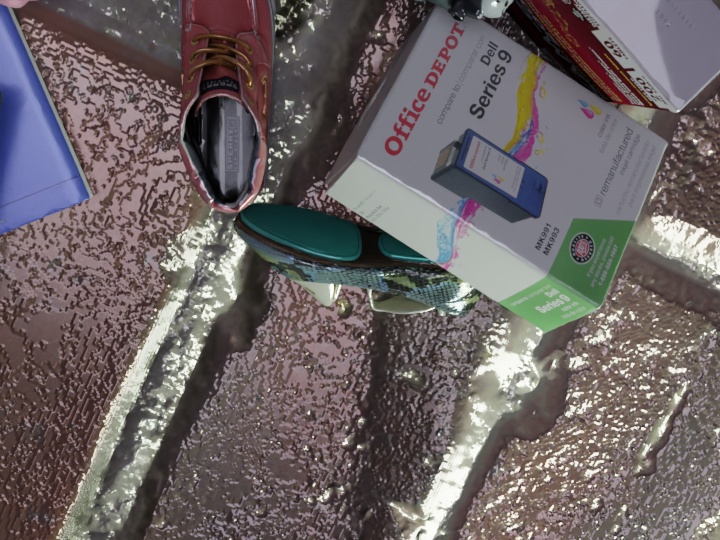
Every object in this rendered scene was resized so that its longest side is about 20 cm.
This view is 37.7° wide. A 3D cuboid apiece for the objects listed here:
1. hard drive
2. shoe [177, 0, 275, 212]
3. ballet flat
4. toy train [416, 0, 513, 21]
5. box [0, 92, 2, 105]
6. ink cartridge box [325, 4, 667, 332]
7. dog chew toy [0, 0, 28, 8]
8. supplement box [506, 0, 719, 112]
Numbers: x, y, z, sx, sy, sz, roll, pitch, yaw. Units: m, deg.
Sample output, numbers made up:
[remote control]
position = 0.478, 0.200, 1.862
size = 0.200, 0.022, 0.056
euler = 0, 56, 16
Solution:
[hard drive]
position = -0.296, -0.122, 0.766
size = 0.131, 0.025, 0.201
euler = -21, 102, 0
[shoe]
position = -0.094, -0.141, 0.745
size = 0.071, 0.091, 0.202
euler = -2, 101, -4
[ballet flat]
position = 0.000, 0.000, 0.796
size = 0.198, 0.074, 0.075
euler = 10, 100, -3
[toy train]
position = 0.037, -0.241, 0.712
size = 0.199, 0.085, 0.114
euler = 30, 86, 22
[box]
position = -0.338, -0.035, 0.710
size = 0.131, 0.115, 0.201
euler = 17, 108, 7
[ink cartridge box]
position = 0.096, -0.073, 0.750
size = 0.199, 0.087, 0.146
euler = 31, 69, -7
[dog chew toy]
position = -0.210, -0.275, 0.701
size = 0.124, 0.125, 0.201
euler = 22, 106, -8
[supplement box]
position = 0.164, -0.168, 0.705
size = 0.061, 0.200, 0.109
euler = -44, 101, 6
